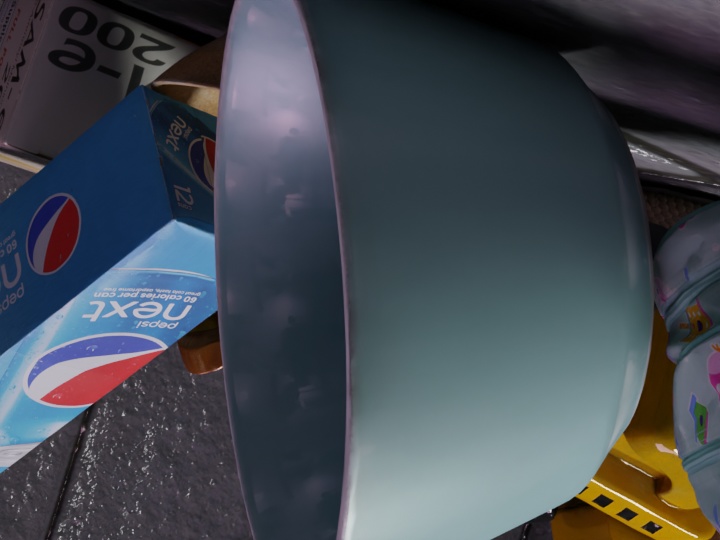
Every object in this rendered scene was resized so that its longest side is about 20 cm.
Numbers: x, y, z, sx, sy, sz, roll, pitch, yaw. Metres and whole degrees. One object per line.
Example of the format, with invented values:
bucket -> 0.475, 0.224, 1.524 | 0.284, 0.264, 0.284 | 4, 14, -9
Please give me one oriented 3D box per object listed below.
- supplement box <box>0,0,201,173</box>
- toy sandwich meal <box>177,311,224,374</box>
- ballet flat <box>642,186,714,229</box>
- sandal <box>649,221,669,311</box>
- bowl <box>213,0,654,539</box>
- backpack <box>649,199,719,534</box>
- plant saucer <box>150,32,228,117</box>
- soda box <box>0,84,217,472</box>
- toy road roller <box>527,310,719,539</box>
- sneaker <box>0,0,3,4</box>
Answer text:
supplement box -> -0.138, -0.081, 0.910 | 0.126, 0.074, 0.200 | 20, 178, -34
toy sandwich meal -> 0.000, 0.000, 0.913 | 0.205, 0.070, 0.205 | -6, -160, 2
ballet flat -> 0.180, 0.000, 0.869 | 0.200, 0.046, 0.067 | 16, 177, 32
sandal -> 0.047, -0.010, 0.715 | 0.200, 0.043, 0.076 | 16, 178, 9
bowl -> 0.022, 0.004, 0.601 | 0.105, 0.201, 0.201 | -2, -177, -14
backpack -> 0.161, 0.039, 0.597 | 0.167, 0.127, 0.200 | -26, 164, 14
plant saucer -> 0.017, -0.058, 0.768 | 0.200, 0.036, 0.200 | 17, 178, 1
soda box -> -0.126, 0.012, 0.800 | 0.200, 0.068, 0.064 | -36, 144, 30
toy road roller -> 0.148, 0.076, 0.905 | 0.200, 0.123, 0.146 | 29, 157, -22
sneaker -> -0.173, -0.105, 0.500 | 0.090, 0.079, 0.200 | 20, 179, 22
